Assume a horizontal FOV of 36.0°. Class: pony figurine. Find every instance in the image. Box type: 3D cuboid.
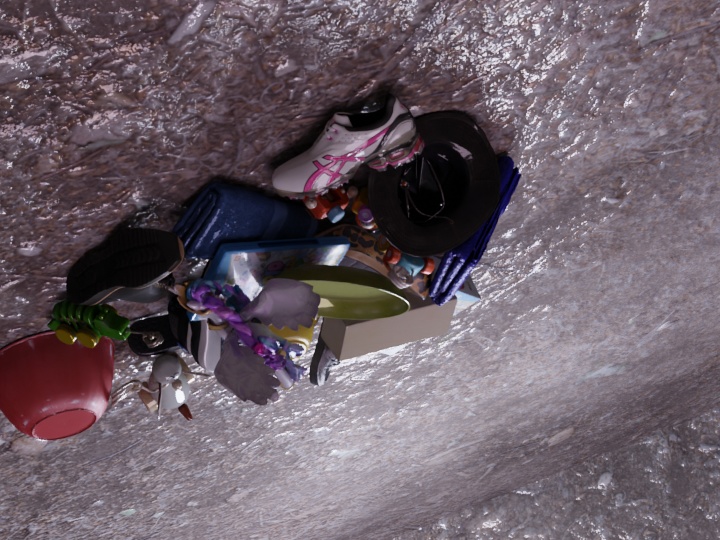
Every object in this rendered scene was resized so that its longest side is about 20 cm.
[{"bbox_3d":[-0.141,0.086,1.431,0.167,0.193,0.200,-60,153,-14],"label":"pony figurine"}]

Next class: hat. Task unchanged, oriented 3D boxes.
[{"bbox_3d":[0.087,-0.117,1.491,0.200,0.201,0.081,-10,-168,-23],"label":"hat"}]

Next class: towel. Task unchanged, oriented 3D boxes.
[{"bbox_3d":[-0.146,-0.052,1.473,0.200,0.049,0.112,15,120,-50],"label":"towel"},{"bbox_3d":[0.168,-0.054,1.599,0.200,0.050,0.148,-58,172,-31],"label":"towel"}]

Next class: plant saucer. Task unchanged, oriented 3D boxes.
[{"bbox_3d":[-0.031,0.028,1.489,0.200,0.031,0.200,5,164,2],"label":"plant saucer"}]

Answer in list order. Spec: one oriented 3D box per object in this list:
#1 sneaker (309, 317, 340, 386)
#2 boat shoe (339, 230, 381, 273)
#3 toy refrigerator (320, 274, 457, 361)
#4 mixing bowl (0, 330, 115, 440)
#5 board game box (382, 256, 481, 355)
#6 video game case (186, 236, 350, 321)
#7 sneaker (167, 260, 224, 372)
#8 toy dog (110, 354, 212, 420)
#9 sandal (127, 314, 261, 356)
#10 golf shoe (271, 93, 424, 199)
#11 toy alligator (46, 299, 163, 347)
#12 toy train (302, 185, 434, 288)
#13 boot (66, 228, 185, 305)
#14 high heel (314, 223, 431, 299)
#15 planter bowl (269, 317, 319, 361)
[{"bbox_3d":[-0.013,0.109,1.793,0.060,0.104,0.200,-48,154,-69],"label":"sneaker"},{"bbox_3d":[0.002,-0.006,1.690,0.200,0.072,0.071,-27,169,22],"label":"boat shoe"},{"bbox_3d":[0.043,0.070,1.703,0.200,0.070,0.076,-13,134,-27],"label":"toy refrigerator"},{"bbox_3d":[-0.450,0.182,1.643,0.200,0.108,0.200,-18,154,-9],"label":"mixing bowl"},{"bbox_3d":[0.080,0.060,1.865,0.200,0.064,0.148,-34,152,22],"label":"board game box"},{"bbox_3d":[-0.125,0.011,1.512,0.200,0.018,0.143,-5,142,-37],"label":"video game case"},{"bbox_3d":[-0.228,0.036,1.578,0.073,0.112,0.200,-9,119,-45],"label":"sneaker"},{"bbox_3d":[-0.292,0.190,1.719,0.132,0.096,0.200,-39,176,4],"label":"toy dog"},{"bbox_3d":[-0.249,0.089,1.668,0.200,0.075,0.045,-8,166,-9],"label":"sandal"},{"bbox_3d":[-0.027,-0.157,1.382,0.200,0.073,0.092,-21,121,12],"label":"golf shoe"},{"bbox_3d":[-0.354,0.067,1.496,0.200,0.059,0.054,5,134,30],"label":"toy alligator"},{"bbox_3d":[0.005,-0.048,1.487,0.150,0.200,0.056,-29,163,-53],"label":"toy train"},{"bbox_3d":[-0.272,-0.003,1.461,0.200,0.078,0.138,-14,167,35],"label":"boot"},{"bbox_3d":[0.000,0.000,1.592,0.200,0.143,0.071,-20,-179,-8],"label":"high heel"},{"bbox_3d":[-0.140,0.103,1.755,0.200,0.084,0.200,-17,153,-9],"label":"planter bowl"}]
